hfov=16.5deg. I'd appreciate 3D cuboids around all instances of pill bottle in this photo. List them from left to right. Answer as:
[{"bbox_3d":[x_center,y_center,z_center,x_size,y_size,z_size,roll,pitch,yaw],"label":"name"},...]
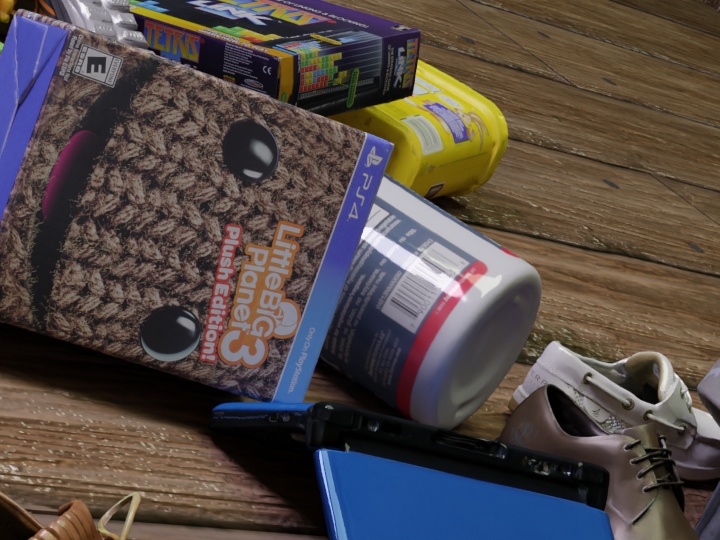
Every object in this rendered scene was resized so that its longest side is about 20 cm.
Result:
[{"bbox_3d":[0.000,0.000,1.534,0.200,0.120,0.120,33,17,22],"label":"pill bottle"}]

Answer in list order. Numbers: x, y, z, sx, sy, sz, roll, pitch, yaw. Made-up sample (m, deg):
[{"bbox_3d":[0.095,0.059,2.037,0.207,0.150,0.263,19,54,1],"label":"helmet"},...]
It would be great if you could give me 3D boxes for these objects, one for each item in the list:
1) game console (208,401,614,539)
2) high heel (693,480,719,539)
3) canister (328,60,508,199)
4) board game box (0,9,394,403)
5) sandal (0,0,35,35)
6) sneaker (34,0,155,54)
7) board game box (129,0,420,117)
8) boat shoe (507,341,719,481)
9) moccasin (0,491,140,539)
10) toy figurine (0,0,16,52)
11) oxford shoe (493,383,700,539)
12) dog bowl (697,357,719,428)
[{"bbox_3d":[0.033,0.144,1.322,0.200,0.119,0.171,16,-12,-34],"label":"game console"},{"bbox_3d":[0.297,0.161,1.459,0.200,0.143,0.071,33,17,22],"label":"high heel"},{"bbox_3d":[0.017,-0.111,1.972,0.148,0.087,0.200,31,18,15],"label":"canister"},{"bbox_3d":[-0.110,-0.032,1.349,0.200,0.160,0.097,18,3,-27],"label":"board game box"},{"bbox_3d":[-0.211,-0.182,1.875,0.200,0.080,0.054,20,38,-39],"label":"sandal"},{"bbox_3d":[-0.206,-0.154,1.672,0.078,0.112,0.200,10,48,-43],"label":"sneaker"},{"bbox_3d":[-0.084,-0.165,1.823,0.200,0.057,0.165,20,24,33],"label":"board game box"},{"bbox_3d":[0.189,0.089,1.645,0.200,0.069,0.071,14,17,-41],"label":"boat shoe"},{"bbox_3d":[-0.129,0.123,1.017,0.201,0.078,0.074,30,16,12],"label":"moccasin"},{"bbox_3d":[-0.278,-0.246,1.648,0.200,0.184,0.150,18,1,40],"label":"toy figurine"},{"bbox_3d":[0.157,0.134,1.431,0.200,0.084,0.073,39,18,30],"label":"oxford shoe"},{"bbox_3d":[0.293,0.124,1.594,0.200,0.059,0.200,49,1,-1],"label":"dog bowl"}]
